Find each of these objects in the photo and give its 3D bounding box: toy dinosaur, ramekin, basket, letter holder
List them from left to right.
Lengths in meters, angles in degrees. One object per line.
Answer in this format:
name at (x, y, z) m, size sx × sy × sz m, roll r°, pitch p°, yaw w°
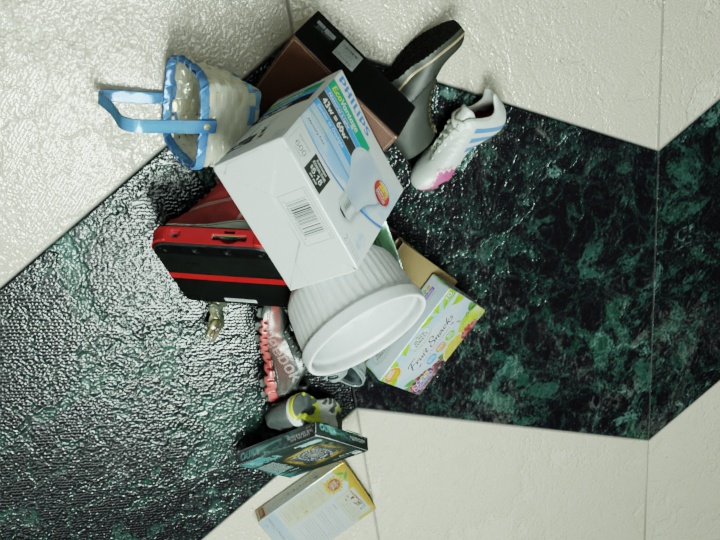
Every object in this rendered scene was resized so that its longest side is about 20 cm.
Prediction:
basket at (-0.244, -0.216, 1.042) m, size 0.196 × 0.176 × 0.142 m, roll 0°, pitch 115°, yaw -30°
toy dinosaur at (-0.236, 0.009, 1.220) m, size 0.086 × 0.047 × 0.204 m, roll 13°, pitch 103°, yaw -28°
letter holder at (-0.044, -0.243, 1.121) m, size 0.199 × 0.101 × 0.142 m, roll 42°, pitch 130°, yaw -11°
ramekin at (-0.013, 0.053, 1.106) m, size 0.197 × 0.106 × 0.201 m, roll -27°, pitch 157°, yaw -12°

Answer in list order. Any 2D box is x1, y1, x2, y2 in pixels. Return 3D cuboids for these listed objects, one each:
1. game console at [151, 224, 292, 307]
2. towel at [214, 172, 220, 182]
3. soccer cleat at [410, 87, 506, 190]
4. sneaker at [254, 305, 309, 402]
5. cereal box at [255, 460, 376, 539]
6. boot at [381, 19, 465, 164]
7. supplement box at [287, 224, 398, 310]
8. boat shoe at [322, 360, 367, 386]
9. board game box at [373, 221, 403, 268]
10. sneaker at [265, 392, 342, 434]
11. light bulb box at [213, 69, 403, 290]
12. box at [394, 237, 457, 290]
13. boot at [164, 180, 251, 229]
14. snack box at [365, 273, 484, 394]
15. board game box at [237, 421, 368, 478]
game console at (-0.191, -0.003, 1.106) m, size 0.195 × 0.032 × 0.178 m, roll 4°, pitch 151°, yaw 13°
towel at (-0.119, -0.104, 1.186) m, size 0.144 × 0.030 × 0.203 m, roll -28°, pitch 109°, yaw 6°
soccer cleat at (0.151, -0.217, 1.237) m, size 0.199 × 0.070 × 0.087 m, roll -41°, pitch 142°, yaw -7°
sneaker at (-0.126, 0.129, 1.283) m, size 0.095 × 0.071 × 0.205 m, roll -2°, pitch 117°, yaw 3°
cereal box at (-0.085, 0.460, 1.470) m, size 0.198 × 0.040 × 0.145 m, roll -33°, pitch 119°, yaw -3°
boot at (0.105, -0.279, 1.204) m, size 0.198 × 0.078 × 0.138 m, roll -37°, pitch 124°, yaw 14°
supplement box at (-0.034, -0.004, 1.274) m, size 0.107 × 0.061 × 0.203 m, roll 25°, pitch 102°, yaw -26°
boat shoe at (-0.040, 0.152, 1.287) m, size 0.069 × 0.073 × 0.200 m, roll -15°, pitch 154°, yaw 22°
board game box at (0.000, 0.000, 1.203) m, size 0.132 × 0.029 × 0.204 m, roll -20°, pitch 110°, yaw 2°
sneaker at (-0.096, 0.260, 1.351) m, size 0.083 × 0.076 × 0.200 m, roll -12°, pitch 151°, yaw 22°
light bulb box at (-0.060, -0.122, 1.020) m, size 0.123 × 0.201 × 0.201 m, roll -14°, pitch 119°, yaw 33°
box at (0.069, 0.046, 1.314) m, size 0.165 × 0.021 × 0.199 m, roll -52°, pitch 140°, yaw 7°
boot at (-0.210, -0.109, 1.132) m, size 0.072 × 0.196 × 0.148 m, roll 22°, pitch 69°, yaw -50°
snack box at (0.117, 0.117, 1.358) m, size 0.202 × 0.053 × 0.141 m, roll -54°, pitch 140°, yaw 8°
board game box at (-0.102, 0.314, 1.328) m, size 0.198 × 0.029 × 0.134 m, roll -27°, pitch 143°, yaw 33°
